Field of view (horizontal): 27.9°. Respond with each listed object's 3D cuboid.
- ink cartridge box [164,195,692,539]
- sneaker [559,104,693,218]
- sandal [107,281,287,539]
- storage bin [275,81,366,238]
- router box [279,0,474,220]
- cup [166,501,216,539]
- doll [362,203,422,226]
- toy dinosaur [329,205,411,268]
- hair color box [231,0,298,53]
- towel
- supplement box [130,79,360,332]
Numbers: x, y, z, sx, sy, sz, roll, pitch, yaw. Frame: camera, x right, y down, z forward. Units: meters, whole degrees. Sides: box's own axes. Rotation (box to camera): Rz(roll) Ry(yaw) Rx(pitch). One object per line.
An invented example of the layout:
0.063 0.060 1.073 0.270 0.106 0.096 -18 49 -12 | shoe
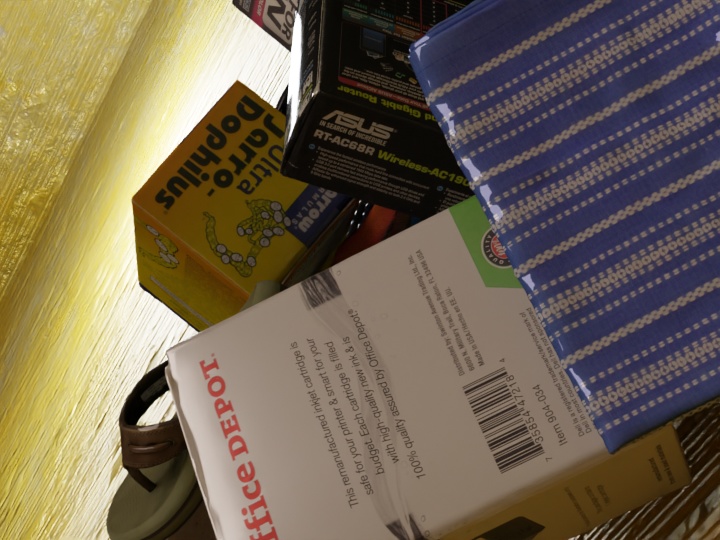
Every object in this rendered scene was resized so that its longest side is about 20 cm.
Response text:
0.028 0.067 0.670 0.200 0.084 0.146 -26 58 6 | ink cartridge box
0.118 -0.053 0.630 0.200 0.088 0.077 66 153 15 | sneaker
-0.101 0.075 0.812 0.201 0.057 0.080 -57 21 32 | sandal
-0.042 -0.050 1.210 0.200 0.094 0.135 -67 18 2 | storage bin
0.059 -0.093 0.803 0.150 0.200 0.062 -88 20 -46 | router box
-0.020 0.165 0.827 0.200 0.143 0.201 -55 22 35 | cup
0.027 -0.039 1.072 0.200 0.048 0.137 -56 17 33 | doll
0.000 0.000 0.967 0.181 0.200 0.105 -15 31 29 | toy dinosaur
-0.005 -0.198 1.103 0.060 0.200 0.100 -26 -33 -41 | hair color box
0.119 -0.047 0.591 0.145 0.024 0.200 -29 72 9 | towel
-0.080 -0.023 0.985 0.109 0.109 0.200 -51 -4 -17 | supplement box
